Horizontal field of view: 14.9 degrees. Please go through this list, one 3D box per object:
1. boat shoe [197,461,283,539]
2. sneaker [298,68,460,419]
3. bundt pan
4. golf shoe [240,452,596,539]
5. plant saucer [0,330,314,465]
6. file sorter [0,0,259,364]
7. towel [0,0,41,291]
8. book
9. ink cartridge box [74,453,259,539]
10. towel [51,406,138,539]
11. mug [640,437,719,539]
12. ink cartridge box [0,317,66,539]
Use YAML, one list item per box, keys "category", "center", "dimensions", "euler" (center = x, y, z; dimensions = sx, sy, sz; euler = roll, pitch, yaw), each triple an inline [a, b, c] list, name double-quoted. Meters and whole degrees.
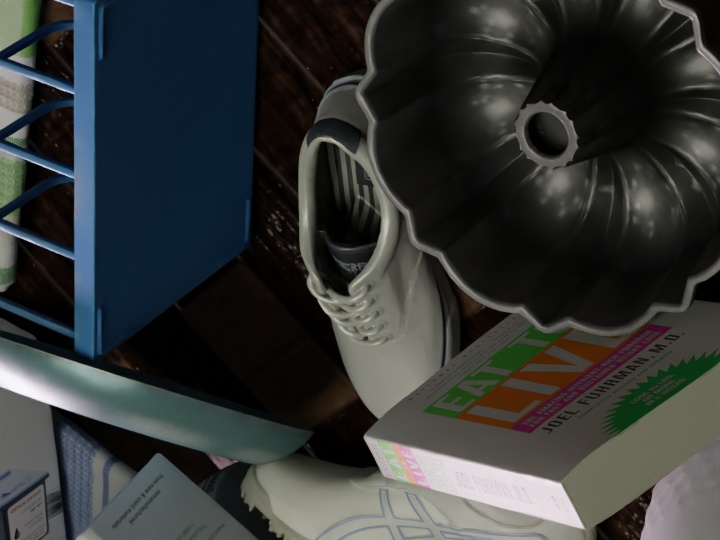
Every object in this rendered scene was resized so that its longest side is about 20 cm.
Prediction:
- category: "boat shoe"
  center: [-0.034, 0.201, 1.547]
  dimensions: [0.200, 0.071, 0.070]
  euler: [53, 143, -5]
- category: "sneaker"
  center: [0.000, 0.000, 1.386]
  dimensions: [0.073, 0.071, 0.201]
  euler: [6, 122, 30]
- category: "bundt pan"
  center: [0.102, -0.076, 1.260]
  dimensions: [0.201, 0.076, 0.203]
  euler: [17, 123, 27]
- category: "golf shoe"
  center: [0.035, 0.119, 1.456]
  dimensions: [0.199, 0.078, 0.098]
  euler: [19, 111, 15]
- category: "plant saucer"
  center: [-0.123, 0.066, 1.442]
  dimensions: [0.199, 0.200, 0.028]
  euler: [17, 87, 24]
- category: "file sorter"
  center: [-0.139, -0.087, 1.374]
  dimensions: [0.122, 0.139, 0.201]
  euler: [21, 126, 24]
- category: "towel"
  center: [-0.242, -0.097, 1.517]
  dimensions: [0.149, 0.031, 0.201]
  euler: [24, 127, 16]
- category: "book"
  center: [0.099, 0.063, 1.267]
  dimensions: [0.048, 0.133, 0.200]
  euler: [62, 159, -15]
- category: "ink cartridge box"
  center: [-0.084, 0.221, 1.476]
  dimensions: [0.200, 0.085, 0.145]
  euler: [42, 131, 2]
- category: "towel"
  center: [-0.142, 0.160, 1.583]
  dimensions: [0.200, 0.024, 0.148]
  euler: [32, 134, 35]
- category: "mug"
  center: [0.214, 0.141, 1.266]
  dimensions: [0.147, 0.175, 0.201]
  euler: [-6, 115, 36]
- category: "ink cartridge box"
  center: [-0.246, 0.121, 1.594]
  dimensions: [0.146, 0.086, 0.201]
  euler: [24, 130, 40]
